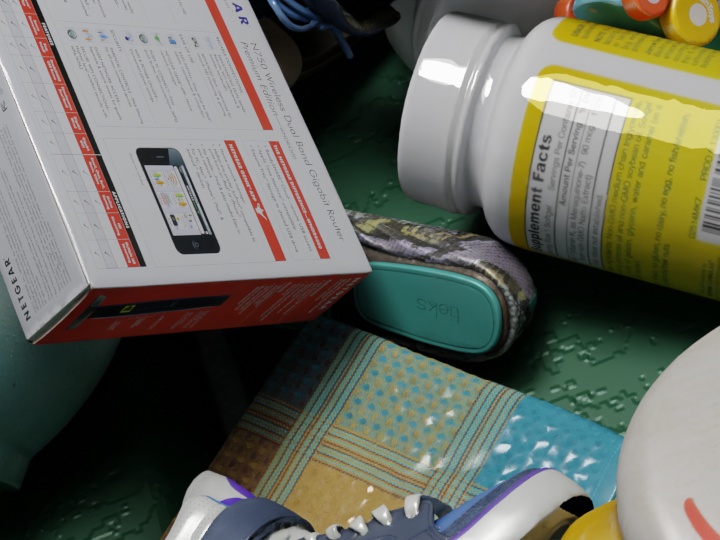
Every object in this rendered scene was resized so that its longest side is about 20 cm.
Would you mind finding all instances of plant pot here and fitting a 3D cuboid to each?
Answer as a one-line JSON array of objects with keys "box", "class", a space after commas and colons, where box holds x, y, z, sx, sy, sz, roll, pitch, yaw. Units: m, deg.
[{"box": [-0.210, 0.032, 0.947, 0.198, 0.200, 0.136, 5, 77, 22], "class": "plant pot"}]

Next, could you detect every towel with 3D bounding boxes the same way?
[{"box": [0.019, 0.107, 0.892, 0.199, 0.022, 0.147, 20, 65, 33], "class": "towel"}]

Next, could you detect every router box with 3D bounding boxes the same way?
[{"box": [-0.105, -0.069, 0.901, 0.049, 0.179, 0.201, -38, 67, 35], "class": "router box"}]

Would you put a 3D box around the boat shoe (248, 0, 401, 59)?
[{"box": [-0.008, -0.149, 0.974, 0.199, 0.084, 0.069, -13, 78, 51], "class": "boat shoe"}]

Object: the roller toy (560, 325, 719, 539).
[{"box": [0.192, 0.104, 0.766, 0.199, 0.140, 0.183, 16, 54, 30], "class": "roller toy"}]

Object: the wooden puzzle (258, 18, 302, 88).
[{"box": [-0.149, -0.157, 1.042, 0.184, 0.037, 0.200, -9, 49, -49], "class": "wooden puzzle"}]

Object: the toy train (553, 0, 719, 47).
[{"box": [0.187, -0.130, 0.930, 0.198, 0.150, 0.056, 17, 75, 14], "class": "toy train"}]

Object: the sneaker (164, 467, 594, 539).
[{"box": [-0.016, 0.118, 0.826, 0.200, 0.080, 0.147, -45, 58, 7], "class": "sneaker"}]

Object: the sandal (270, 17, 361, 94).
[{"box": [-0.071, -0.101, 1.102, 0.081, 0.055, 0.200, 33, 64, 21], "class": "sandal"}]

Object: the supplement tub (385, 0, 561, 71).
[{"box": [0.064, -0.185, 1.076, 0.139, 0.141, 0.201, -20, 45, -1], "class": "supplement tub"}]

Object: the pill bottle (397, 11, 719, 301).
[{"box": [0.126, -0.057, 0.937, 0.198, 0.115, 0.115, 16, 54, 18], "class": "pill bottle"}]

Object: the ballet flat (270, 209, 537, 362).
[{"box": [0.000, 0.000, 0.988, 0.199, 0.072, 0.072, 13, 53, 27], "class": "ballet flat"}]
